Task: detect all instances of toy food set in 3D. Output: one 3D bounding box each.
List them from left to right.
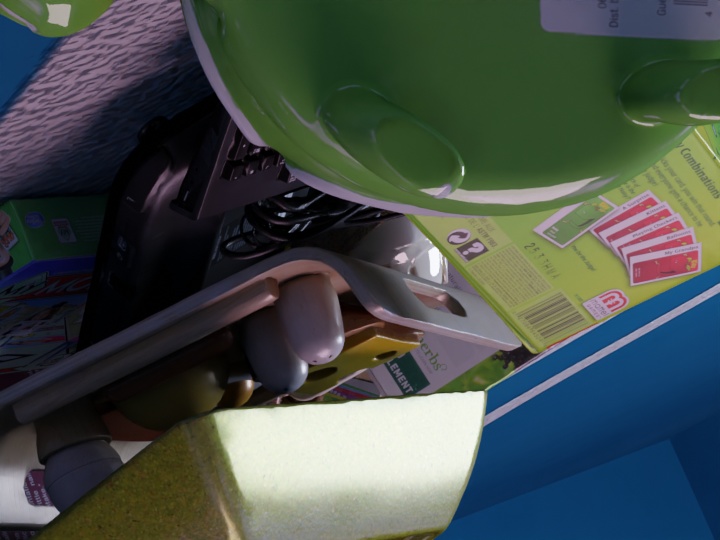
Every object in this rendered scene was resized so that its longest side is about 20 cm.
[{"bbox_3d":[-0.047,0.056,0.935,0.199,0.061,0.143,-25,163,21],"label":"toy food set"}]

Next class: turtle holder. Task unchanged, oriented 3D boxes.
[{"bbox_3d":[0.007,-0.073,0.612,0.185,0.141,0.132,-30,-171,-15],"label":"turtle holder"}]

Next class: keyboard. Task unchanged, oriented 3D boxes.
[{"bbox_3d":[0.017,-0.052,0.869,0.200,0.040,0.104,-20,146,-46],"label":"keyboard"}]

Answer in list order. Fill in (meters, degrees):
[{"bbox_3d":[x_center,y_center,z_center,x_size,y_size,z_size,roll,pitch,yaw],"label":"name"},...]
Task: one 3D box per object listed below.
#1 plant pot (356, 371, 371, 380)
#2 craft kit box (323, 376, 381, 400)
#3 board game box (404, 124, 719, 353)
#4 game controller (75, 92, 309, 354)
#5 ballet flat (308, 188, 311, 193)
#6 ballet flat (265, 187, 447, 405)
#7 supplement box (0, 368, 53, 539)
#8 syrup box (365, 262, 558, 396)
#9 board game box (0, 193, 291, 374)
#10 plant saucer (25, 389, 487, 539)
[{"bbox_3d":[-0.074,0.105,1.274,0.134,0.201,0.200,13,-179,18],"label":"plant pot"},{"bbox_3d":[-0.023,0.184,1.201,0.048,0.201,0.198,11,151,21],"label":"craft kit box"},{"bbox_3d":[0.055,-0.055,0.804,0.101,0.048,0.200,-27,140,16],"label":"board game box"},{"bbox_3d":[-0.061,-0.017,0.932,0.104,0.042,0.200,-43,169,-28],"label":"game controller"},{"bbox_3d":[0.020,-0.035,1.082,0.200,0.047,0.067,-32,166,38],"label":"ballet flat"},{"bbox_3d":[0.000,0.000,1.033,0.068,0.067,0.200,-26,159,-43],"label":"ballet flat"},{"bbox_3d":[-0.177,0.095,1.118,0.085,0.111,0.200,-31,167,34],"label":"supplement box"},{"bbox_3d":[0.085,-0.011,1.128,0.199,0.079,0.081,-33,-174,3],"label":"syrup box"},{"bbox_3d":[-0.127,0.007,1.017,0.134,0.029,0.200,-29,168,30],"label":"board game box"},{"bbox_3d":[-0.060,0.121,0.945,0.199,0.048,0.200,-38,159,29],"label":"plant saucer"}]
